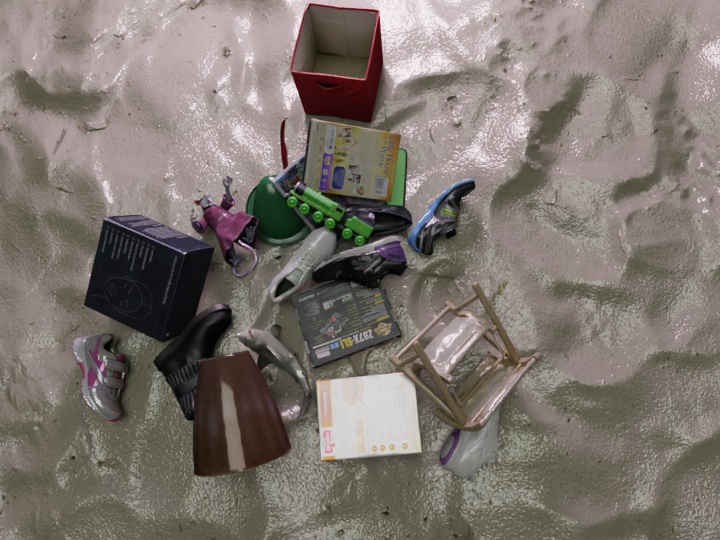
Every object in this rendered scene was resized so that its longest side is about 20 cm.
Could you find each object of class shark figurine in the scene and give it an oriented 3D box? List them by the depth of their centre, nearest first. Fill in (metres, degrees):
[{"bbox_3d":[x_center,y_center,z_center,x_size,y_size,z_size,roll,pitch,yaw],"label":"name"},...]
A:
[{"bbox_3d":[-0.174,0.202,1.197,0.089,0.128,0.215,-41,93,19],"label":"shark figurine"}]

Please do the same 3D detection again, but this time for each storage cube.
[{"bbox_3d":[-0.047,-0.464,1.299,0.169,0.180,0.202,9,77,7],"label":"storage cube"}]

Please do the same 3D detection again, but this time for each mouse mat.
[{"bbox_3d":[0.006,-0.210,1.315,0.198,0.008,0.163,3,76,6],"label":"mouse mat"}]

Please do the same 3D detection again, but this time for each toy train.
[{"bbox_3d":[-0.062,-0.117,1.180,0.199,0.042,0.057,30,102,-5],"label":"toy train"}]

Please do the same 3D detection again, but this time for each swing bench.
[{"bbox_3d":[0.201,0.171,1.100,0.199,0.130,0.200,-38,86,-29],"label":"swing bench"}]

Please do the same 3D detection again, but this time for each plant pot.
[{"bbox_3d":[-0.241,0.262,1.095,0.185,0.187,0.202,-11,87,2],"label":"plant pot"}]

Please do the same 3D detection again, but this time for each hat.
[{"bbox_3d":[-0.189,-0.174,1.232,0.164,0.176,0.202,-19,74,-3],"label":"hat"}]

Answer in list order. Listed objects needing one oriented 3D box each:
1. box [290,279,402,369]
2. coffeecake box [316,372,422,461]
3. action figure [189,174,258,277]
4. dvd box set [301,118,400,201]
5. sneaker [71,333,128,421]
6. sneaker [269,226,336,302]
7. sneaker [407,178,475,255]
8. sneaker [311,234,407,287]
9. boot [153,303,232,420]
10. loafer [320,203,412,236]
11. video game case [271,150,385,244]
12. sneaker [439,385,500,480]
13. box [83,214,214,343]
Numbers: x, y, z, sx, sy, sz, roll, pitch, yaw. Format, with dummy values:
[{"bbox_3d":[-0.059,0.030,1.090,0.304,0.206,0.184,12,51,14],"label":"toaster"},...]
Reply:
[{"bbox_3d":[-0.031,0.098,1.213,0.198,0.049,0.161,-20,76,-2],"label":"box"},{"bbox_3d":[0.017,0.291,1.143,0.198,0.073,0.155,-6,74,3],"label":"coffeecake box"},{"bbox_3d":[-0.299,-0.108,1.279,0.134,0.149,0.200,-40,56,-15],"label":"action figure"},{"bbox_3d":[-0.019,-0.232,1.214,0.198,0.029,0.148,4,102,-18],"label":"dvd box set"},{"bbox_3d":[-0.536,0.217,1.208,0.088,0.081,0.201,-25,75,0],"label":"sneaker"},{"bbox_3d":[-0.120,-0.005,1.206,0.070,0.080,0.201,39,100,-7],"label":"sneaker"},{"bbox_3d":[0.185,-0.117,1.249,0.083,0.071,0.200,39,82,-1],"label":"sneaker"},{"bbox_3d":[0.000,0.000,1.178,0.198,0.076,0.088,-20,77,-2],"label":"sneaker"},{"bbox_3d":[-0.316,0.190,1.195,0.211,0.079,0.158,-45,69,4],"label":"boot"},{"bbox_3d":[0.015,-0.106,1.230,0.198,0.070,0.069,-6,111,-10],"label":"loafer"},{"bbox_3d":[-0.062,-0.175,1.244,0.182,0.023,0.200,-41,112,-5],"label":"video game case"},{"bbox_3d":[0.239,0.317,1.130,0.099,0.075,0.201,36,80,-6],"label":"sneaker"},{"bbox_3d":[-0.441,0.012,1.199,0.195,0.124,0.202,23,104,12],"label":"box"}]
